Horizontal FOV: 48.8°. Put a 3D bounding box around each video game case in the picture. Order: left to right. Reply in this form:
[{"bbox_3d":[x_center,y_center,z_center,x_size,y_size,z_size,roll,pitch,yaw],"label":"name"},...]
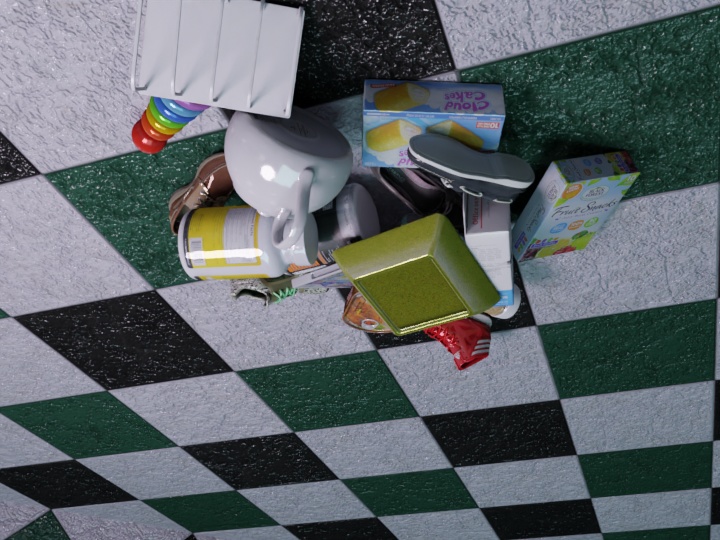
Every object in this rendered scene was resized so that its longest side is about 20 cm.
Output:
[{"bbox_3d":[0.000,0.000,1.334,0.142,0.018,0.199,0,167,-45],"label":"video game case"}]

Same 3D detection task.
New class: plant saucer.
[{"bbox_3d":[0.083,0.024,1.207,0.199,0.048,0.200,-19,128,29],"label":"plant saucer"}]

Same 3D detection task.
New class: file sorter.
[{"bbox_3d":[-0.174,-0.272,0.977,0.198,0.125,0.140,8,102,-8],"label":"file sorter"}]

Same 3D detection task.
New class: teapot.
[{"bbox_3d":[-0.112,-0.139,1.130,0.197,0.200,0.147,34,117,13],"label":"teapot"}]

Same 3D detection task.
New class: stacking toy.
[{"bbox_3d":[-0.271,-0.228,1.137,0.085,0.086,0.200,23,144,-27],"label":"stacking toy"}]

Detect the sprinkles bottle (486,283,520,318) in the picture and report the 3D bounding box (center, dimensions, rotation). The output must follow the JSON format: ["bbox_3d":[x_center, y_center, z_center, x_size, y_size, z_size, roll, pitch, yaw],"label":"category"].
[{"bbox_3d":[0.189,0.032,1.379,0.199,0.069,0.068,17,143,-34],"label":"sprinkles bottle"}]

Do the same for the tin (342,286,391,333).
[{"bbox_3d":[0.033,0.059,1.391,0.111,0.042,0.200,15,154,-6],"label":"tin"}]

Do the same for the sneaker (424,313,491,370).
[{"bbox_3d":[0.174,0.128,1.576,0.198,0.116,0.079,11,144,-12],"label":"sneaker"}]

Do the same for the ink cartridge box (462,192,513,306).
[{"bbox_3d":[0.198,-0.053,1.221,0.067,0.117,0.201,-3,135,12],"label":"ink cartridge box"}]

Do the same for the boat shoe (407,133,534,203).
[{"bbox_3d":[0.150,-0.138,1.126,0.198,0.076,0.060,15,138,-17],"label":"boat shoe"}]

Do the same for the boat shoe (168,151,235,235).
[{"bbox_3d":[-0.248,-0.118,1.290,0.075,0.072,0.200,25,139,-29],"label":"boat shoe"}]

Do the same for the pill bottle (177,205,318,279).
[{"bbox_3d":[-0.170,-0.044,1.223,0.198,0.113,0.112,-2,145,13],"label":"pill bottle"}]

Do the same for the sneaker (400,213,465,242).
[{"bbox_3d":[0.176,-0.078,1.331,0.199,0.078,0.140,15,142,-33],"label":"sneaker"}]

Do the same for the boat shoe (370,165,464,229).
[{"bbox_3d":[0.095,-0.118,1.243,0.199,0.057,0.067,35,109,-19],"label":"boat shoe"}]

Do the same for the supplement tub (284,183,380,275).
[{"bbox_3d":[-0.076,-0.063,1.316,0.198,0.123,0.123,-12,142,20],"label":"supplement tub"}]

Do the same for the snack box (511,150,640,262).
[{"bbox_3d":[0.333,-0.099,1.267,0.141,0.053,0.201,-12,149,-22],"label":"snack box"}]

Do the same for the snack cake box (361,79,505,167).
[{"bbox_3d":[0.101,-0.209,1.150,0.198,0.068,0.115,2,144,0],"label":"snack cake box"}]

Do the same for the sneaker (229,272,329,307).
[{"bbox_3d":[-0.157,0.037,1.488,0.198,0.089,0.077,6,144,-6],"label":"sneaker"}]
